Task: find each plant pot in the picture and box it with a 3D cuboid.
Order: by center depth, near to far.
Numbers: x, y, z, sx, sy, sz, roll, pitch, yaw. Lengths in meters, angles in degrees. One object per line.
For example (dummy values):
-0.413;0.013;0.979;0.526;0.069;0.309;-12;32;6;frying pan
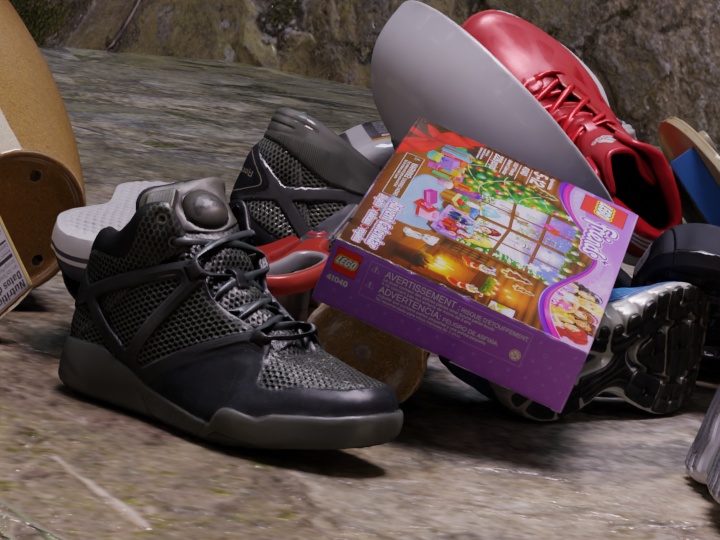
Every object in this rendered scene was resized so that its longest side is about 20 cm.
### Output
-0.243;-0.068;1.511;0.186;0.187;0.200;3;23;-34;plant pot

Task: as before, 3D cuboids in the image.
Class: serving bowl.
0.071;-0.071;1.560;0.200;0.066;0.200;47;-6;6;serving bowl

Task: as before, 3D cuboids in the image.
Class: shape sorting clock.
0.248;-0.011;1.598;0.039;0.201;0.200;-32;8;2;shape sorting clock

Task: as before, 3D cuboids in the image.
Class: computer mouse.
0.172;0.005;1.521;0.140;0.046;0.200;12;-19;7;computer mouse

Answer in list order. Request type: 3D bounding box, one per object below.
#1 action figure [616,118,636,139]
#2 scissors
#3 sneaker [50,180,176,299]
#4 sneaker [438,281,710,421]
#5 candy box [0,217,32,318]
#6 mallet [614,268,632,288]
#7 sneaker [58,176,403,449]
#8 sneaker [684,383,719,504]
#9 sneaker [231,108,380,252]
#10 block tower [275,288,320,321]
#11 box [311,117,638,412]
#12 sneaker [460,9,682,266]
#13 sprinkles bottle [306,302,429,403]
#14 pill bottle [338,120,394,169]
0.125;-0.077;1.787;0.118;0.201;0.102;3;20;40;action figure
-0.021;-0.012;1.371;0.073;0.014;0.200;6;13;28;scissors
-0.123;0.000;1.412;0.078;0.080;0.200;7;9;8;sneaker
0.122;0.036;1.424;0.199;0.079;0.089;1;13;-46;sneaker
-0.260;-0.064;1.325;0.116;0.201;0.056;16;46;42;candy box
0.143;-0.027;1.729;0.200;0.041;0.066;42;8;-24;mallet
-0.061;0.021;1.204;0.199;0.115;0.076;17;13;40;sneaker
0.209;0.089;1.228;0.082;0.075;0.200;23;14;0;sneaker
0.000;0.000;1.564;0.199;0.115;0.076;36;-3;-19;sneaker
-0.052;0.025;1.396;0.054;0.058;0.200;12;7;23;block tower
0.065;-0.008;1.315;0.136;0.039;0.200;25;25;3;box
0.140;-0.095;1.590;0.200;0.078;0.116;46;-8;3;sneaker
0.019;0.008;1.374;0.068;0.069;0.200;10;23;8;sprinkles bottle
0.019;-0.043;1.752;0.116;0.117;0.200;8;8;-4;pill bottle
